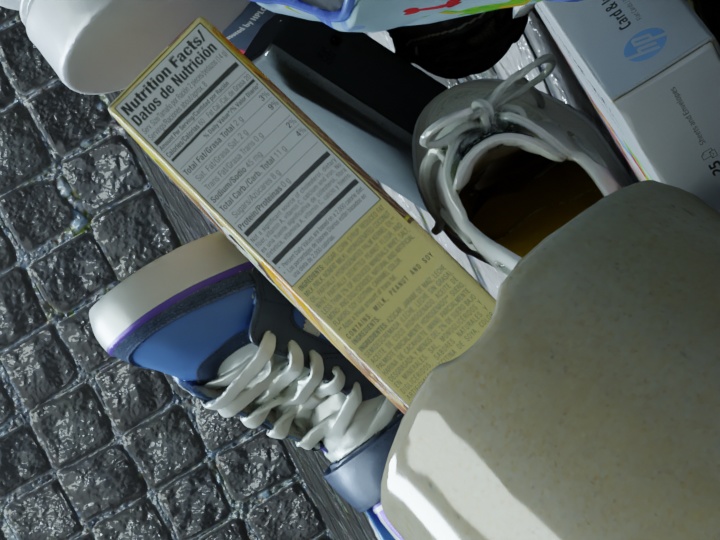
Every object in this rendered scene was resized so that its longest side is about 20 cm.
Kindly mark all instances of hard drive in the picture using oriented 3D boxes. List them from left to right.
[{"bbox_3d":[0.042,-0.044,1.224,0.200,0.033,0.140,32,174,-7],"label":"hard drive"}]

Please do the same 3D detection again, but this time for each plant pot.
[{"bbox_3d":[0.115,0.078,0.825,0.183,0.200,0.200,41,165,21],"label":"plant pot"}]

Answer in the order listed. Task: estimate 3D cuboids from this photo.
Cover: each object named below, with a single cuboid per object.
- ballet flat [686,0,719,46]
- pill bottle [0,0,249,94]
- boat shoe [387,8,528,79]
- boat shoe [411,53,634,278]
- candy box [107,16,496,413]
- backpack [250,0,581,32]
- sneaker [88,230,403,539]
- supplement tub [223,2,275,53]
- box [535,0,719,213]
[{"bbox_3d":[0.120,-0.097,0.865,0.067,0.046,0.200,60,172,5],"label":"ballet flat"},{"bbox_3d":[-0.129,-0.177,1.150,0.200,0.113,0.113,57,171,16],"label":"pill bottle"},{"bbox_3d":[0.043,-0.116,1.223,0.065,0.073,0.200,57,-178,-11],"label":"boat shoe"},{"bbox_3d":[0.056,-0.034,1.043,0.086,0.075,0.202,54,-176,-35],"label":"boat shoe"},{"bbox_3d":[0.000,0.000,1.099,0.200,0.055,0.115,44,178,18],"label":"candy box"},{"bbox_3d":[0.029,-0.157,0.774,0.200,0.147,0.183,-135,40,-73],"label":"backpack"},{"bbox_3d":[-0.009,0.059,1.213,0.081,0.200,0.147,-40,67,38],"label":"sneaker"},{"bbox_3d":[-0.099,-0.179,1.323,0.200,0.140,0.140,15,-149,-47],"label":"supplement tub"},{"bbox_3d":[0.116,-0.032,0.967,0.200,0.041,0.156,57,-176,-36],"label":"box"}]
